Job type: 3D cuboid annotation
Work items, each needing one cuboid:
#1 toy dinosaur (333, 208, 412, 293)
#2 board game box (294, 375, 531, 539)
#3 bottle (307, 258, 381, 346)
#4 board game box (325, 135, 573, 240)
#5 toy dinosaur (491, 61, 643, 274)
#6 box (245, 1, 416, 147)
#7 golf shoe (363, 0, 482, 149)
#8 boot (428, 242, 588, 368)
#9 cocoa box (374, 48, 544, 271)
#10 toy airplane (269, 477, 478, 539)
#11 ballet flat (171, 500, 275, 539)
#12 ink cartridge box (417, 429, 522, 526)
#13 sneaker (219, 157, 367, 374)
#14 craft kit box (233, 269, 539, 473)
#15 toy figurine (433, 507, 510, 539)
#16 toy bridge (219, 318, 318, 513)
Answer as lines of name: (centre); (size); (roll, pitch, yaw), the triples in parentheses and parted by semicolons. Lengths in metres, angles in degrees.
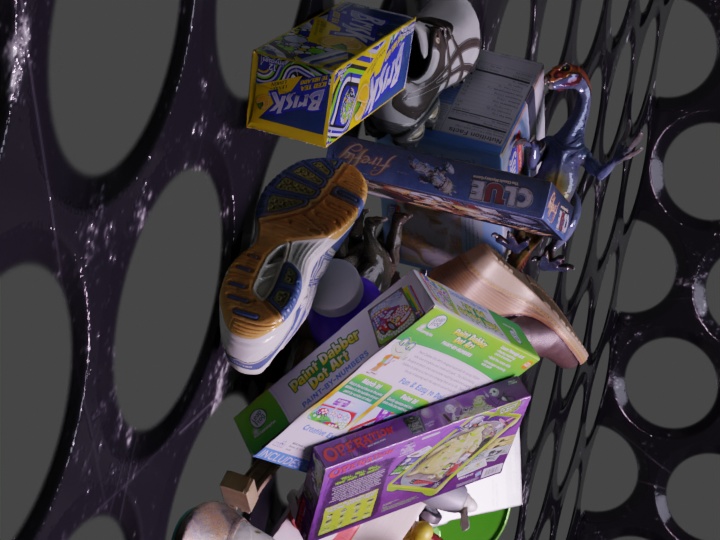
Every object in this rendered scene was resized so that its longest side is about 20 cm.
toy dinosaur: (0.000, 0.000, 1.658); (0.200, 0.077, 0.103); (-34, 128, -72)
board game box: (0.044, 0.161, 1.587); (0.199, 0.032, 0.120); (-17, 150, -24)
bottle: (-0.002, 0.055, 1.583); (0.065, 0.084, 0.200); (-44, 151, -10)
board game box: (0.080, -0.073, 1.647); (0.135, 0.199, 0.035); (26, 79, -74)
toy dinosaur: (0.174, -0.098, 1.764); (0.200, 0.105, 0.182); (-37, -145, 61)
box: (-0.020, -0.158, 1.467); (0.200, 0.070, 0.064); (-45, 147, -63)
golf shoe: (0.062, -0.206, 1.713); (0.095, 0.078, 0.200); (85, 22, -48)
boot: (0.106, 0.073, 1.762); (0.166, 0.072, 0.200); (-42, 128, 11)
cocoa box: (0.099, -0.102, 1.816); (0.200, 0.133, 0.131); (84, 26, -50)
toy airplane: (0.018, 0.257, 1.696); (0.199, 0.141, 0.200); (-21, 129, -19)
ballet flat: (-0.095, 0.231, 1.518); (0.200, 0.067, 0.068); (49, 55, -71)
ink cartridge box: (0.070, 0.149, 1.816); (0.044, 0.173, 0.201); (24, -60, 61)
sneaker: (-0.060, -0.006, 1.474); (0.200, 0.075, 0.088); (-56, 166, -37)
craft kit box: (0.026, 0.097, 1.543); (0.197, 0.049, 0.200); (-37, 150, 16)
toy figurine: (0.055, 0.188, 1.943); (0.150, 0.200, 0.184); (-37, -163, 7)
toy bridge: (-0.068, 0.122, 1.600); (0.067, 0.027, 0.200); (82, 25, -52)
